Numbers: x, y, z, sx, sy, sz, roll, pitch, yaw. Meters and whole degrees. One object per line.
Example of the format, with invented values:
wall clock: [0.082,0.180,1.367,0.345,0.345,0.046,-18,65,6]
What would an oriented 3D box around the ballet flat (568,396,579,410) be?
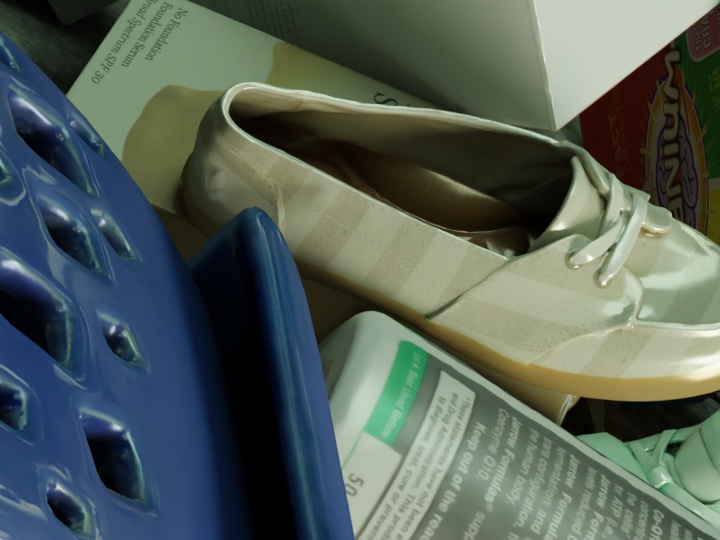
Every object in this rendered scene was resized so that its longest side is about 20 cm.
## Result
ballet flat: [0.000,0.000,0.927,0.200,0.071,0.065,38,-8,14]

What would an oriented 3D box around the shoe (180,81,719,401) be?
shoe: [0.040,-0.012,0.765,0.199,0.053,0.070,17,51,0]

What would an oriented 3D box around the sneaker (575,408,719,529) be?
sneaker: [0.104,0.071,0.874,0.200,0.118,0.074,9,40,-40]

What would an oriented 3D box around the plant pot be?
plant pot: [-0.113,0.064,0.559,0.179,0.200,0.200,29,28,-30]

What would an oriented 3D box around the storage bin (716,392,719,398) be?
storage bin: [0.210,-0.037,1.145,0.145,0.134,0.200,38,29,2]

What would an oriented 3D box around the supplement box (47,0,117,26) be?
supplement box: [-0.139,-0.210,1.031,0.109,0.061,0.200,58,11,-40]

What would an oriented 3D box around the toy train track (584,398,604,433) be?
toy train track: [0.093,-0.004,1.013,0.200,0.032,0.115,-100,172,-70]

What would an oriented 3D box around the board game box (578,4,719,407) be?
board game box: [0.147,-0.040,0.959,0.040,0.200,0.154,-3,75,-16]

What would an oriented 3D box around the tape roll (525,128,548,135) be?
tape roll: [0.013,-0.132,1.113,0.202,0.071,0.203,25,31,-16]

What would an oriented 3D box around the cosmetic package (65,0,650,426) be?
cosmetic package: [-0.011,-0.011,0.835,0.199,0.071,0.105,22,48,4]

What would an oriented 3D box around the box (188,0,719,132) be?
box: [0.020,-0.132,0.899,0.200,0.098,0.124,12,37,40]

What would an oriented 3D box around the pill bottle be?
pill bottle: [0.053,0.110,0.761,0.200,0.113,0.113,33,28,-8]
